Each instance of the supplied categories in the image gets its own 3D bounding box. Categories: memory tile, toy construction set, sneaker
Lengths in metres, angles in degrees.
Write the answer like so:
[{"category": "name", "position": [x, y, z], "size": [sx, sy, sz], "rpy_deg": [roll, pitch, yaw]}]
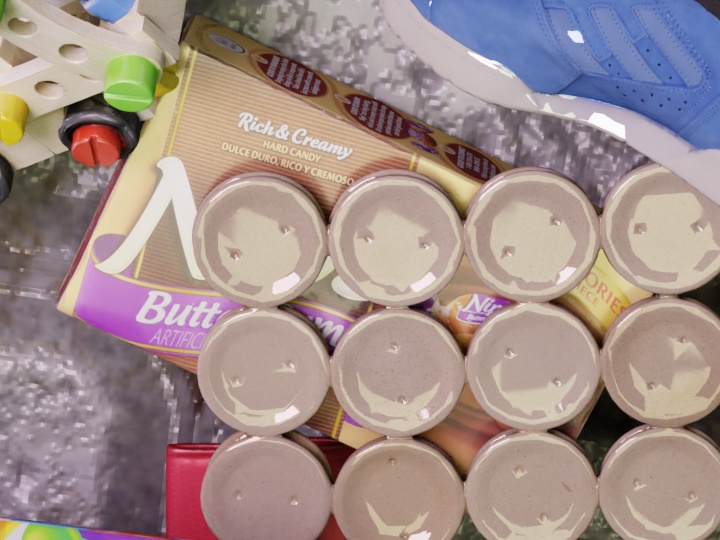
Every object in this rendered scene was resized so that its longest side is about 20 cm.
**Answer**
[{"category": "memory tile", "position": [0.038, 0.035, 1.046], "size": [0.200, 0.017, 0.153], "rpy_deg": [-1, 106, 3]}, {"category": "toy construction set", "position": [-0.142, -0.088, 1.011], "size": [0.200, 0.092, 0.131], "rpy_deg": [-4, 149, 40]}, {"category": "sneaker", "position": [0.101, -0.100, 0.994], "size": [0.200, 0.077, 0.111], "rpy_deg": [30, 124, 26]}]

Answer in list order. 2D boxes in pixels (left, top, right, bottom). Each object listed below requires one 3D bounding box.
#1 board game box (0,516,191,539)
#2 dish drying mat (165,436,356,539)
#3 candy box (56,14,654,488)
[{"category": "board game box", "position": [-0.110, 0.145, 1.038], "size": [0.200, 0.105, 0.103], "rpy_deg": [2, 80, 34]}, {"category": "dish drying mat", "position": [-0.037, 0.163, 1.144], "size": [0.077, 0.018, 0.200], "rpy_deg": [-1, 105, 1]}, {"category": "candy box", "position": [0.000, 0.000, 1.074], "size": [0.200, 0.056, 0.117], "rpy_deg": [26, 106, -6]}]
